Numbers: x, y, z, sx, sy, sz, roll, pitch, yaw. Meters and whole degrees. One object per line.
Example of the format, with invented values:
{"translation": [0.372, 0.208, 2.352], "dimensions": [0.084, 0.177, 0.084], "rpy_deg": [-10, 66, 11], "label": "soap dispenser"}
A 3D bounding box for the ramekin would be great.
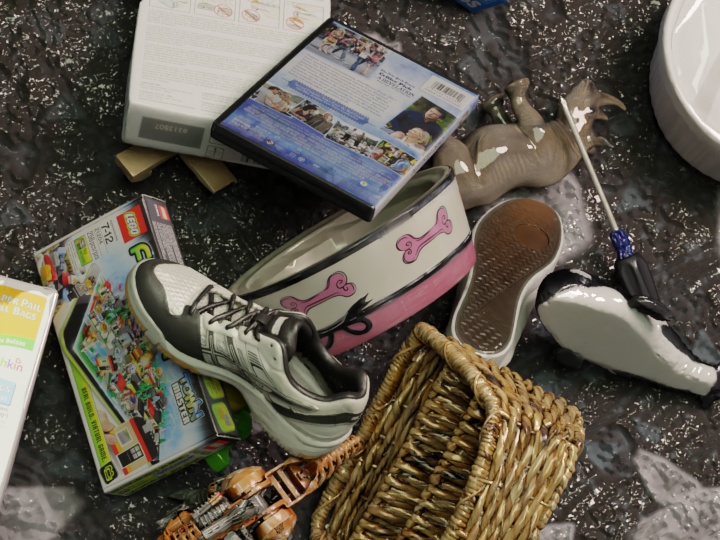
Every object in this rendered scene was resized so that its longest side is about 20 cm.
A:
{"translation": [0.335, -0.162, 1.889], "dimensions": [0.201, 0.094, 0.203], "rpy_deg": [4, 71, -12], "label": "ramekin"}

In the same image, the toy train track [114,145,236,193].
{"translation": [-0.113, -0.122, 1.812], "dimensions": [0.200, 0.033, 0.115], "rpy_deg": [-32, 74, -26], "label": "toy train track"}

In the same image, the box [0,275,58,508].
{"translation": [-0.303, 0.105, 1.649], "dimensions": [0.112, 0.101, 0.201], "rpy_deg": [16, 69, -7], "label": "box"}

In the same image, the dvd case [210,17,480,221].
{"translation": [-0.009, -0.121, 1.733], "dimensions": [0.142, 0.018, 0.200], "rpy_deg": [28, 40, 12], "label": "dvd case"}

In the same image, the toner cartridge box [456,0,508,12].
{"translation": [0.095, -0.330, 1.897], "dimensions": [0.095, 0.043, 0.201], "rpy_deg": [28, 62, -41], "label": "toner cartridge box"}

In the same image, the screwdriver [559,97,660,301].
{"translation": [0.201, -0.047, 1.825], "dimensions": [0.028, 0.029, 0.201], "rpy_deg": [-21, 100, 22], "label": "screwdriver"}

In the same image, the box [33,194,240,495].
{"translation": [-0.170, 0.056, 1.693], "dimensions": [0.110, 0.035, 0.201], "rpy_deg": [-27, 70, 22], "label": "box"}

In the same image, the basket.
{"translation": [0.057, 0.165, 1.650], "dimensions": [0.149, 0.143, 0.201], "rpy_deg": [29, 103, -2], "label": "basket"}

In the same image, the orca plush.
{"translation": [0.221, 0.036, 1.791], "dimensions": [0.199, 0.105, 0.071], "rpy_deg": [16, 49, -18], "label": "orca plush"}

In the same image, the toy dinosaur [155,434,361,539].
{"translation": [-0.083, 0.188, 1.652], "dimensions": [0.199, 0.136, 0.103], "rpy_deg": [-11, 73, -17], "label": "toy dinosaur"}

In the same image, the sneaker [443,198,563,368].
{"translation": [0.104, 0.023, 1.795], "dimensions": [0.073, 0.085, 0.200], "rpy_deg": [25, 46, 6], "label": "sneaker"}

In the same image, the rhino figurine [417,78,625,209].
{"translation": [0.131, -0.108, 1.843], "dimensions": [0.199, 0.060, 0.088], "rpy_deg": [-17, 82, -20], "label": "rhino figurine"}

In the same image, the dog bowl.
{"translation": [0.000, 0.000, 1.713], "dimensions": [0.200, 0.200, 0.074], "rpy_deg": [-34, 99, -21], "label": "dog bowl"}

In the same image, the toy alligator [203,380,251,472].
{"translation": [-0.122, 0.069, 1.732], "dimensions": [0.054, 0.059, 0.201], "rpy_deg": [14, 45, -45], "label": "toy alligator"}

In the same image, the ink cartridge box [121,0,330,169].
{"translation": [-0.104, -0.167, 1.805], "dimensions": [0.162, 0.057, 0.200], "rpy_deg": [9, 39, -9], "label": "ink cartridge box"}

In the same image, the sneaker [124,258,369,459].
{"translation": [-0.076, 0.046, 1.626], "dimensions": [0.200, 0.088, 0.076], "rpy_deg": [37, 46, -4], "label": "sneaker"}
